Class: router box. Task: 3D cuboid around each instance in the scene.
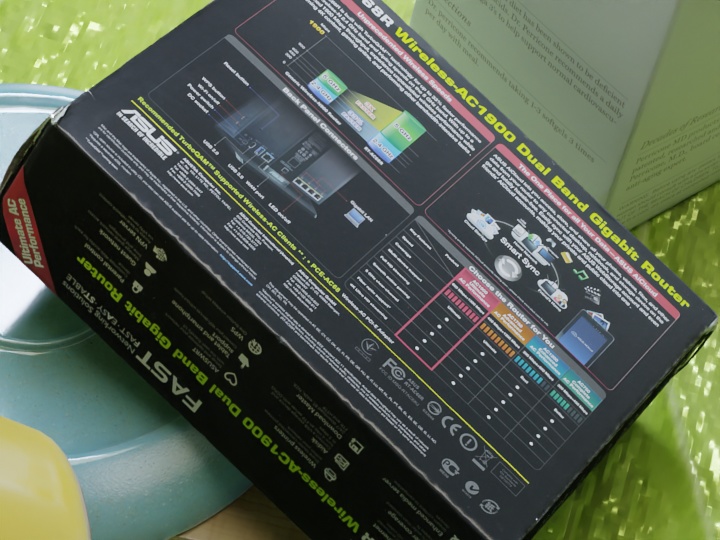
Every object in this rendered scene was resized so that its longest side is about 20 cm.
[{"bbox_3d":[0.000,0.000,0.882,0.200,0.062,0.150,44,46,5],"label":"router box"}]

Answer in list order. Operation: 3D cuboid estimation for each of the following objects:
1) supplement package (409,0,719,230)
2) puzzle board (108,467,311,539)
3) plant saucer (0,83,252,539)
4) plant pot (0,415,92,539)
[{"bbox_3d":[0.108,-0.129,0.969,0.117,0.200,0.117,-27,61,-30],"label":"supplement package"},{"bbox_3d":[-0.053,0.033,0.920,0.199,0.017,0.151,10,50,-3],"label":"puzzle board"},{"bbox_3d":[-0.111,0.007,0.902,0.199,0.027,0.201,5,51,-7],"label":"plant saucer"},{"bbox_3d":[-0.180,0.097,0.733,0.188,0.201,0.201,9,47,-24],"label":"plant pot"}]
